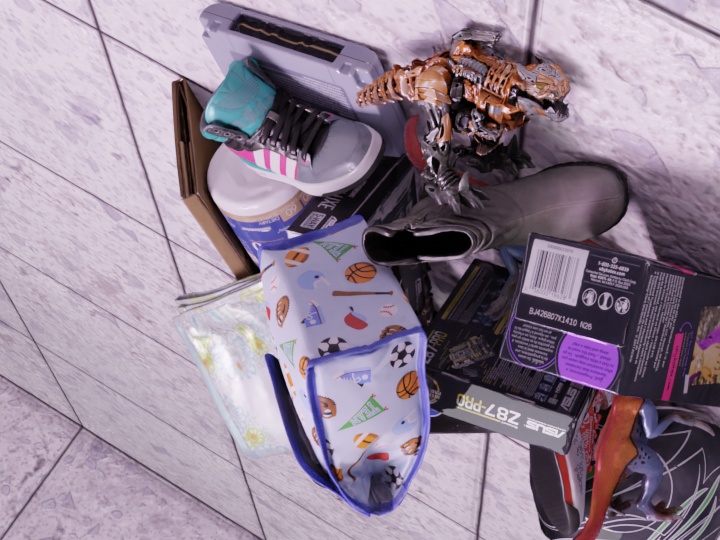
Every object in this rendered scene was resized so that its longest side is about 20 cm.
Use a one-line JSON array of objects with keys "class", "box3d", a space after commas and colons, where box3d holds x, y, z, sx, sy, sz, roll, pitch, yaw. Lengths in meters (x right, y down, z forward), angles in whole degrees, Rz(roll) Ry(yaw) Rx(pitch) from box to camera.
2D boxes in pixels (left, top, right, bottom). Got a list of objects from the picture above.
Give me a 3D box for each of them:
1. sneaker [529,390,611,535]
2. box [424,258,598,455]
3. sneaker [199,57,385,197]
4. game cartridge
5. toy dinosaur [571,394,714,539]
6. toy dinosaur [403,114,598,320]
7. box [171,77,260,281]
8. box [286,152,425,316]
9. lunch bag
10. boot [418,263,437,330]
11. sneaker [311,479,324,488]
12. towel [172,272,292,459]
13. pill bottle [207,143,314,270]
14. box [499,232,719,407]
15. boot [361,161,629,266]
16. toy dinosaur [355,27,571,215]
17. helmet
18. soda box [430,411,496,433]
[{"class": "sneaker", "box3d": [0.214, 0.146, 1.574, 0.067, 0.107, 0.203, 162, 93, -69]}, {"class": "box", "box3d": [0.143, 0.073, 1.475, 0.160, 0.200, 0.049, 19, 124, 13]}, {"class": "sneaker", "box3d": [-0.074, -0.134, 1.448, 0.121, 0.084, 0.199, 37, 164, -37]}, {"class": "game cartridge", "box3d": [-0.047, -0.170, 1.483, 0.199, 0.041, 0.134, 22, 153, 31]}, {"class": "toy dinosaur", "box3d": [0.258, 0.145, 1.498, 0.105, 0.200, 0.183, 9, 118, 38]}, {"class": "toy dinosaur", "box3d": [0.133, -0.028, 1.433, 0.180, 0.105, 0.201, 4, 137, 21]}, {"class": "box", "box3d": [-0.147, -0.080, 1.709, 0.021, 0.164, 0.200, -19, 141, 10]}, {"class": "box", "box3d": [0.000, 0.000, 1.526, 0.050, 0.158, 0.201, 16, 134, 25]}, {"class": "lunch bag", "box3d": [-0.014, 0.088, 1.384, 0.170, 0.123, 0.201, -113, 11, -47]}, {"class": "boot", "box3d": [0.067, 0.038, 1.687, 0.069, 0.199, 0.175, -111, 14, -58]}, {"class": "sneaker", "box3d": [-0.038, 0.133, 1.757, 0.074, 0.201, 0.089, -5, 161, 0]}, {"class": "towel", "box3d": [-0.095, 0.098, 1.696, 0.171, 0.048, 0.201, -17, 107, 41]}, {"class": "pill bottle", "box3d": [-0.072, -0.051, 1.679, 0.111, 0.111, 0.200, 21, 156, 33]}, {"class": "box", "box3d": [0.225, 0.043, 1.311, 0.122, 0.107, 0.199, 16, -177, 42]}, {"class": "boot", "box3d": [0.110, -0.035, 1.322, 0.199, 0.131, 0.068, -7, 103, 27]}, {"class": "toy dinosaur", "box3d": [0.085, -0.133, 1.307, 0.200, 0.102, 0.136, 30, 139, 55]}, {"class": "helmet", "box3d": [0.280, 0.223, 1.656, 0.200, 0.200, 0.191, 45, 174, -27]}, {"class": "soda box", "box3d": [0.097, 0.128, 1.644, 0.199, 0.071, 0.063, 1, 179, -17]}]
